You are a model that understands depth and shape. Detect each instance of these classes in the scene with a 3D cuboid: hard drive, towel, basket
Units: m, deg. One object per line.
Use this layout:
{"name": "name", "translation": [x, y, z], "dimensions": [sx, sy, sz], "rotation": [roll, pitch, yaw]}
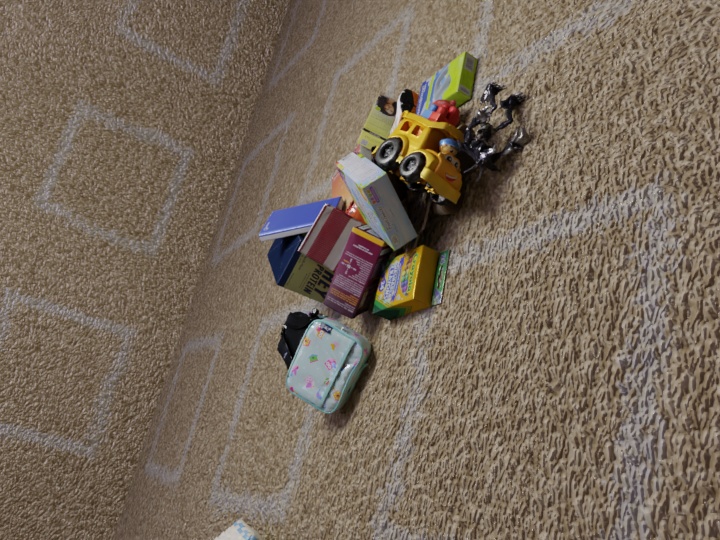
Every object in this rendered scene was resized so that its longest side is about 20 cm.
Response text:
{"name": "hard drive", "translation": [-0.150, -0.132, 1.729], "dimensions": [0.198, 0.026, 0.132], "rotation": [-10, 30, 18]}
{"name": "towel", "translation": [-0.034, -0.059, 1.656], "dimensions": [0.145, 0.199, 0.023], "rotation": [-58, 13, 18]}
{"name": "basket", "translation": [-0.308, 0.711, 1.604], "dimensions": [0.200, 0.140, 0.176], "rotation": [-41, 18, -18]}

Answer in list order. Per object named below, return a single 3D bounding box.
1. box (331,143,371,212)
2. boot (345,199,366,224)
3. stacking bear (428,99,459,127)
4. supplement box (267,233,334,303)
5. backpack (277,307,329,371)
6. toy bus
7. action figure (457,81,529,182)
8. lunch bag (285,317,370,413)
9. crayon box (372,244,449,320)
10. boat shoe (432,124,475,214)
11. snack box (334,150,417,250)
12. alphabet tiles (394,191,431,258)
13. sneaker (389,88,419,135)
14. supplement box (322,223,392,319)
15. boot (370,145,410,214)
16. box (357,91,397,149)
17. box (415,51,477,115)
{"name": "box", "translation": [0.003, -0.209, 1.816], "dimensions": [0.152, 0.106, 0.201], "rotation": [-47, 31, 37]}
{"name": "boot", "translation": [0.000, -0.159, 1.660], "dimensions": [0.075, 0.106, 0.202], "rotation": [-97, -2, -73]}
{"name": "stacking bear", "translation": [0.168, -0.299, 1.562], "dimensions": [0.121, 0.113, 0.202], "rotation": [1, 66, 64]}
{"name": "supplement box", "translation": [-0.120, -0.023, 1.797], "dimensions": [0.135, 0.198, 0.200], "rotation": [-60, 25, 15]}
{"name": "backpack", "translation": [-0.130, 0.180, 1.734], "dimensions": [0.200, 0.126, 0.168], "rotation": [17, 83, 63]}
{"name": "toy bus", "translation": [0.150, -0.253, 1.389], "dimensions": [0.193, 0.135, 0.200], "rotation": [-56, 40, 3]}
{"name": "action figure", "translation": [0.262, -0.278, 1.334], "dimensions": [0.102, 0.118, 0.202], "rotation": [-27, 40, 62]}
{"name": "lunch bag", "translation": [-0.071, 0.217, 1.561], "dimensions": [0.160, 0.077, 0.201], "rotation": [29, 99, 22]}
{"name": "crayon box", "translation": [0.106, 0.025, 1.469], "dimensions": [0.200, 0.051, 0.127], "rotation": [-25, 48, 56]}
{"name": "boat shoe", "translation": [0.197, -0.219, 1.467], "dimensions": [0.064, 0.071, 0.202], "rotation": [-2, 69, 63]}
{"name": "snack box", "translation": [0.031, -0.157, 1.486], "dimensions": [0.067, 0.169, 0.200], "rotation": [-33, 29, -5]}
{"name": "alphabet tiles", "translation": [0.123, -0.112, 1.541], "dimensions": [0.200, 0.007, 0.169], "rotation": [136, 151, -71]}
{"name": "sneaker", "translation": [0.110, -0.390, 1.797], "dimensions": [0.092, 0.075, 0.202], "rotation": [-36, 37, 56]}
{"name": "supplement box", "translation": [0.000, 0.000, 1.587], "dimensions": [0.202, 0.085, 0.110], "rotation": [-68, -15, 15]}
{"name": "boot", "translation": [0.067, -0.233, 1.622], "dimensions": [0.072, 0.167, 0.201], "rotation": [-22, 36, 6]}
{"name": "box", "translation": [0.053, -0.408, 1.862], "dimensions": [0.050, 0.075, 0.201], "rotation": [121, 171, -47]}
{"name": "box", "translation": [0.203, -0.440, 1.675], "dimensions": [0.200, 0.047, 0.123], "rotation": [-23, 49, 56]}
